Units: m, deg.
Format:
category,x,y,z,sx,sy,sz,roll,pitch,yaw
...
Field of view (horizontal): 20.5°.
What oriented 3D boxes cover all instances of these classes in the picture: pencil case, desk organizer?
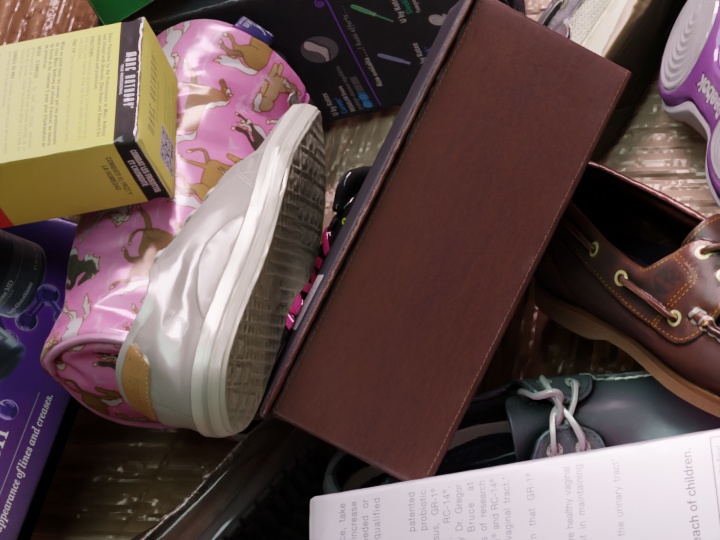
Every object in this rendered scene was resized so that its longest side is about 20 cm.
category,x,y,z,sx,sy,sz,roll,pitch,yaw
pencil case,-0.083,-0.022,0.930,0.086,0.083,0.201,-18,45,39
desk organizer,0.033,-0.012,0.850,0.077,0.072,0.201,27,86,-4

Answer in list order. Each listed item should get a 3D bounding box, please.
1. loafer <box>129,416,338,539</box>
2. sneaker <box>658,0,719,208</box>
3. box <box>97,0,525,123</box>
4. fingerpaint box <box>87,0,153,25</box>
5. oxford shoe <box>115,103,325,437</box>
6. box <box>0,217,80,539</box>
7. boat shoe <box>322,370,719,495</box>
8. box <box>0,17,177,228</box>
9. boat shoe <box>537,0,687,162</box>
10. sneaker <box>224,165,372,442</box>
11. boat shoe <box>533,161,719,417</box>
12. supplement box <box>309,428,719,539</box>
category,x,y,z,sx,sy,sz,roll,pitch,yaw
loafer,-0.090,0.137,0.885,0.071,0.073,0.200,34,75,34
sneaker,0.197,-0.074,0.920,0.075,0.099,0.200,-58,22,34
box,-0.023,-0.154,1.026,0.199,0.106,0.123,-13,52,15
fingerpaint box,-0.082,-0.235,0.993,0.200,0.073,0.167,-33,46,-3
oxford shoe,-0.054,-0.008,0.846,0.057,0.075,0.200,3,39,16
box,-0.208,0.062,0.944,0.141,0.079,0.201,18,63,-1
boat shoe,0.078,0.080,0.862,0.199,0.062,0.073,-16,52,11
box,-0.184,-0.056,0.904,0.199,0.050,0.076,-10,55,10
boat shoe,0.129,-0.146,0.983,0.066,0.072,0.201,23,74,27
sneaker,0.000,0.000,0.929,0.200,0.088,0.074,-35,53,-2
boat shoe,0.143,0.009,0.847,0.070,0.071,0.200,-17,30,-36
supplement box,0.087,0.140,0.796,0.199,0.101,0.104,-12,55,14
